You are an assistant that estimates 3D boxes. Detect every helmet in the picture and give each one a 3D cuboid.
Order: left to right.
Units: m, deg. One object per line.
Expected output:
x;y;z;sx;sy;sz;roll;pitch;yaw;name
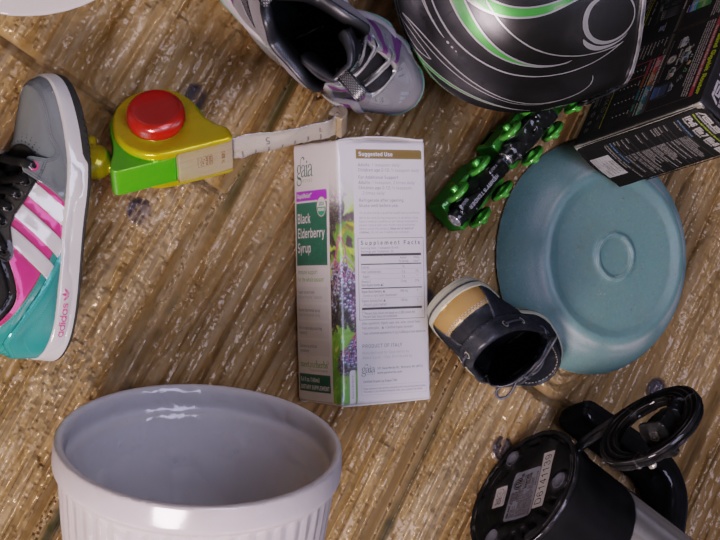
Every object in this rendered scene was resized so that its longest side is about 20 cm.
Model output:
0.116;-0.223;1.315;0.189;0.200;0.202;1;89;-1;helmet

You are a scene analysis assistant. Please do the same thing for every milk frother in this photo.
0.228;0.200;1.369;0.188;0.200;0.181;37;69;-24;milk frother

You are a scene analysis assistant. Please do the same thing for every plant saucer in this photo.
0.207;-0.011;1.450;0.199;0.036;0.201;1;89;-29;plant saucer

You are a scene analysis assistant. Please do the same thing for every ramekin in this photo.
-0.115;0.165;1.182;0.199;0.200;0.106;-6;111;-29;ramekin

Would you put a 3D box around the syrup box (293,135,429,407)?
0.000;0.000;1.310;0.081;0.079;0.201;-2;91;-28;syrup box

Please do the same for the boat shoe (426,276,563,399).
0.115;0.063;1.340;0.075;0.062;0.200;-42;151;7;boat shoe

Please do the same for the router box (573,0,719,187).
0.275;-0.176;1.404;0.062;0.150;0.201;37;62;-22;router box

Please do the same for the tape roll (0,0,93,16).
-0.219;-0.276;1.117;0.201;0.139;0.204;-2;107;-8;tape roll

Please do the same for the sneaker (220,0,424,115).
-0.012;-0.150;1.229;0.199;0.140;0.078;29;104;-34;sneaker

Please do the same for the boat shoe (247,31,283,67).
-0.066;-0.241;1.283;0.071;0.064;0.201;-33;106;-25;boat shoe

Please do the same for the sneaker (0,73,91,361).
-0.257;-0.039;1.170;0.120;0.083;0.201;3;89;-38;sneaker

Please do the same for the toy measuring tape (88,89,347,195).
-0.111;-0.106;1.245;0.199;0.074;0.074;-15;97;-14;toy measuring tape

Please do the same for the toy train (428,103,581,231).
0.128;-0.109;1.395;0.042;0.056;0.200;46;70;-16;toy train
